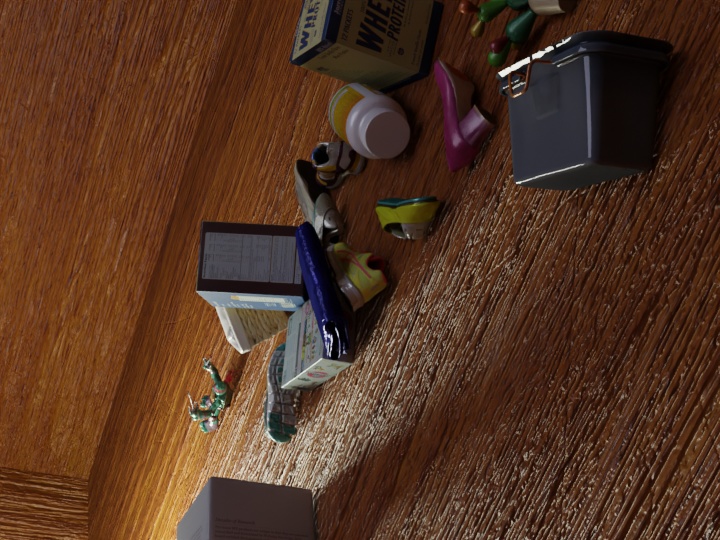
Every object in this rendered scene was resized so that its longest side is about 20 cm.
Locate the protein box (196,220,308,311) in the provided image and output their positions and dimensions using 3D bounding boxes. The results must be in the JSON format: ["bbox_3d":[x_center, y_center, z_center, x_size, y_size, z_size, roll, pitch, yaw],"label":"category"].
[{"bbox_3d":[-0.199,-0.004,1.771,0.199,0.198,0.136,86,-173,-79],"label":"protein box"}]

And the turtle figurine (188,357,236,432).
[{"bbox_3d":[-0.359,0.307,2.223,0.200,0.100,0.150,108,179,-54],"label":"turtle figurine"}]

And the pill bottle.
[{"bbox_3d":[0.019,-0.262,1.624,0.200,0.110,0.112,-128,55,-63],"label":"pill bottle"}]

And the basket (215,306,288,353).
[{"bbox_3d":[-0.249,0.055,1.967,0.135,0.123,0.201,20,131,68],"label":"basket"}]

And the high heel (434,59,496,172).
[{"bbox_3d":[0.136,-0.238,1.384,0.096,0.067,0.201,-51,44,27],"label":"high heel"}]

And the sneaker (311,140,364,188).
[{"bbox_3d":[-0.064,-0.219,1.829,0.200,0.090,0.075,-21,57,63],"label":"sneaker"}]

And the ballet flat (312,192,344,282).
[{"bbox_3d":[-0.057,-0.057,1.776,0.062,0.067,0.201,-9,70,37],"label":"ballet flat"}]

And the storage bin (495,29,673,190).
[{"bbox_3d":[0.236,-0.168,1.017,0.200,0.145,0.135,168,104,-66],"label":"storage bin"}]

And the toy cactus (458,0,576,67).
[{"bbox_3d":[0.223,-0.378,1.242,0.165,0.102,0.201,31,97,58],"label":"toy cactus"}]

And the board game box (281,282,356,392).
[{"bbox_3d":[-0.077,0.126,1.687,0.200,0.064,0.149,139,139,-57],"label":"board game box"}]

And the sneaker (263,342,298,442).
[{"bbox_3d":[-0.163,0.243,1.815,0.091,0.077,0.201,142,139,-63],"label":"sneaker"}]

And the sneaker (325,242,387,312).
[{"bbox_3d":[0.000,0.000,1.571,0.090,0.078,0.200,-29,29,2],"label":"sneaker"}]

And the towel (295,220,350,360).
[{"bbox_3d":[-0.061,0.033,1.539,0.148,0.049,0.201,89,165,-59],"label":"towel"}]

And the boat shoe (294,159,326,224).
[{"bbox_3d":[-0.109,-0.163,1.937,0.065,0.072,0.201,-60,32,31],"label":"boat shoe"}]

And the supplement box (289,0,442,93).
[{"bbox_3d":[0.006,-0.423,1.636,0.200,0.199,0.135,180,103,-68],"label":"supplement box"}]

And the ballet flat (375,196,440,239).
[{"bbox_3d":[0.077,-0.083,1.453,0.200,0.066,0.068,-171,74,-71],"label":"ballet flat"}]

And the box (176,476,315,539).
[{"bbox_3d":[-0.203,0.487,1.589,0.199,0.199,0.172,124,149,-42],"label":"box"}]
